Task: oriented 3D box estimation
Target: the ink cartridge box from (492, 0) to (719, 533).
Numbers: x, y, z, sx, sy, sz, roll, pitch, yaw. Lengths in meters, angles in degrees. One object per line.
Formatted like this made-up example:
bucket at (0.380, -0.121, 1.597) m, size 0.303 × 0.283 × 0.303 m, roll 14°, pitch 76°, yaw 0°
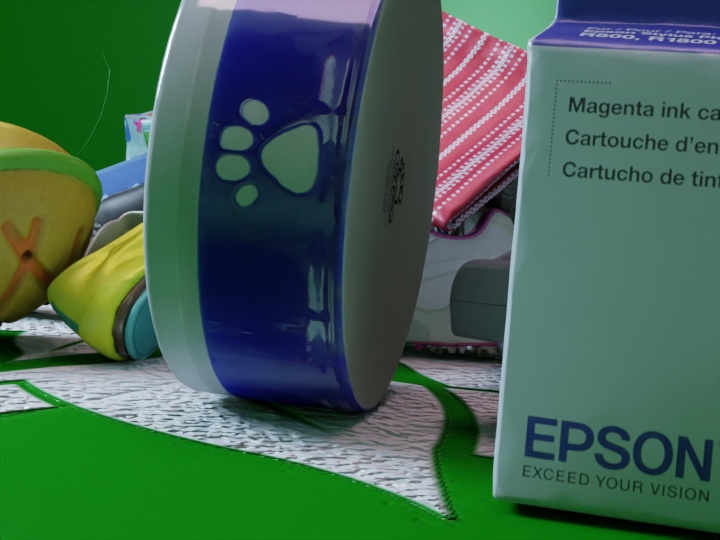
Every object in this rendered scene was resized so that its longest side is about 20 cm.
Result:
ink cartridge box at (0.145, -0.017, 0.420) m, size 0.196 × 0.201 × 0.043 m, roll 5°, pitch 4°, yaw 18°

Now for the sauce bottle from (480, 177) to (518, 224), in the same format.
sauce bottle at (0.045, -0.100, 0.891) m, size 0.065 × 0.065 × 0.200 m, roll 0°, pitch 31°, yaw -48°

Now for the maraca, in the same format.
maraca at (-0.225, -0.016, 0.703) m, size 0.199 × 0.107 × 0.137 m, roll -14°, pitch -25°, yaw -28°

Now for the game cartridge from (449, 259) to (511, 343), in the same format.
game cartridge at (0.141, 0.016, 0.548) m, size 0.200 × 0.042 × 0.133 m, roll 3°, pitch -2°, yaw 42°

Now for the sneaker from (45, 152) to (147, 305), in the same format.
sneaker at (-0.173, -0.005, 0.844) m, size 0.199 × 0.078 × 0.070 m, roll -21°, pitch -18°, yaw 17°

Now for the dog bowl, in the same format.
dog bowl at (-0.020, -0.042, 0.600) m, size 0.078 × 0.201 × 0.200 m, roll 8°, pitch 5°, yaw 12°

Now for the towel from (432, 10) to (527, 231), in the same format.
towel at (0.028, -0.108, 0.844) m, size 0.145 × 0.023 × 0.200 m, roll -40°, pitch 51°, yaw -22°

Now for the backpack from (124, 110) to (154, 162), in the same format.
backpack at (-0.065, -0.038, 0.939) m, size 0.177 × 0.151 × 0.200 m, roll -7°, pitch 17°, yaw -41°

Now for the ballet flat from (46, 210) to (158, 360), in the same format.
ballet flat at (-0.089, -0.024, 0.747) m, size 0.067 × 0.067 × 0.200 m, roll 20°, pitch 41°, yaw 26°

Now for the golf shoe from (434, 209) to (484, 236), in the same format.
golf shoe at (0.080, -0.045, 0.932) m, size 0.097 × 0.079 × 0.200 m, roll -3°, pitch 39°, yaw 1°

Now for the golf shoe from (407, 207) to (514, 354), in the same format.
golf shoe at (0.000, 0.000, 0.813) m, size 0.199 × 0.092 × 0.075 m, roll 2°, pitch 6°, yaw -8°

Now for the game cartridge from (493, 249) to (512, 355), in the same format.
game cartridge at (0.162, -0.011, 0.721) m, size 0.199 × 0.041 × 0.133 m, roll -22°, pitch -23°, yaw 1°
